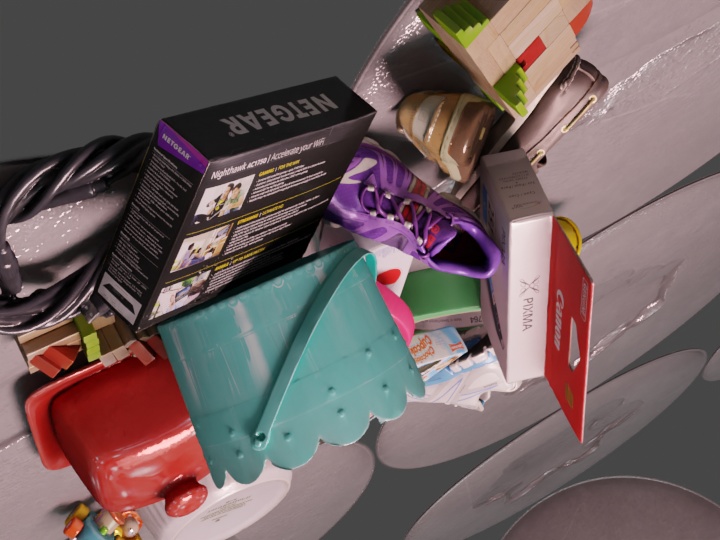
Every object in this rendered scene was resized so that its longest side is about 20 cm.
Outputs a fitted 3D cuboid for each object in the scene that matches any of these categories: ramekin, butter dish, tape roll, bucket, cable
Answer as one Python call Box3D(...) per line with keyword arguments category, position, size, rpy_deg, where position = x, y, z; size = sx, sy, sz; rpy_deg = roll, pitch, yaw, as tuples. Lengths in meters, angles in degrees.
Box3D(category="ramekin", position=(-0.170, 0.245, 1.382), size=(0.201, 0.095, 0.203), rpy_deg=(-27, 157, -12))
Box3D(category="butter dish", position=(-0.190, 0.160, 1.112), size=(0.198, 0.149, 0.200), rpy_deg=(-24, 157, -19))
Box3D(category="tape roll", position=(0.116, 0.029, 1.264), size=(0.198, 0.049, 0.200), rpy_deg=(-6, 171, -1))
Box3D(category="bucket", position=(-0.057, 0.070, 0.960), size=(0.205, 0.136, 0.207), rpy_deg=(-23, -176, 2))
Box3D(category="cable", position=(-0.201, -0.033, 0.847), size=(0.162, 0.051, 0.200), rpy_deg=(8, 132, -47))

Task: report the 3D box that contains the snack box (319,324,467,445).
Box3D(category="snack box", position=(0.010, 0.129, 1.281), size=(0.200, 0.037, 0.116), rpy_deg=(-40, 162, 35))

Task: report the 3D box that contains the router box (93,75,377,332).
Box3D(category="router box", position=(-0.086, -0.052, 0.855), size=(0.199, 0.051, 0.150), rpy_deg=(-26, 151, -53))

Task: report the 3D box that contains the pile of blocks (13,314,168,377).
Box3D(category="pile of blocks", position=(-0.192, 0.045, 0.987), size=(0.199, 0.062, 0.082), rpy_deg=(-13, 151, -41))

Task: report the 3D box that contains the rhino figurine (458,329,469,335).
Box3D(category="rhino figurine", position=(0.166, 0.030, 1.428), size=(0.199, 0.060, 0.088), rpy_deg=(-25, 152, -23))

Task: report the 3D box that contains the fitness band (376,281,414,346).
Box3D(category="fitness band", position=(-0.033, 0.059, 1.128), size=(0.143, 0.038, 0.200), rpy_deg=(32, 144, -17))

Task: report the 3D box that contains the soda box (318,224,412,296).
Box3D(category="soda box", position=(0.000, 0.000, 1.137), size=(0.063, 0.068, 0.201), rpy_deg=(-22, 155, -22))

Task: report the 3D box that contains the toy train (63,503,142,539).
Box3D(category="toy train", position=(-0.256, 0.322, 1.373), size=(0.056, 0.150, 0.200), rpy_deg=(-47, 153, -3))

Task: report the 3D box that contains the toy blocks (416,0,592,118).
Box3D(category="toy blocks", position=(0.127, -0.202, 0.883), size=(0.137, 0.100, 0.200), rpy_deg=(-47, 157, 6))

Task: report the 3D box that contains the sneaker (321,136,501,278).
Box3D(category="sneaker", position=(0.039, -0.050, 0.990), size=(0.198, 0.083, 0.081), rpy_deg=(21, 99, -27))

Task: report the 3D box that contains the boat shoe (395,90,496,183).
Box3D(category="boat shoe", position=(0.067, -0.122, 0.986), size=(0.200, 0.075, 0.072), rpy_deg=(22, 89, -83))

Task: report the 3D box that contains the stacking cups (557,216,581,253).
Box3D(category="stacking cups", position=(0.158, -0.033, 1.292), size=(0.199, 0.061, 0.061), rpy_deg=(2, 141, -45))

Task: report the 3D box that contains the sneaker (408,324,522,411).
Box3D(category="sneaker", position=(0.098, 0.130, 1.348), size=(0.199, 0.087, 0.075), rpy_deg=(-20, -154, 45))

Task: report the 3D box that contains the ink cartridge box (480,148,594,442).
Box3D(category="ink cartridge box", position=(0.148, 0.026, 1.039), size=(0.044, 0.177, 0.201), rpy_deg=(-11, 133, -6))

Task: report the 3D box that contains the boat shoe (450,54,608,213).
Box3D(category="boat shoe", position=(0.146, -0.114, 1.077), size=(0.201, 0.059, 0.072), rpy_deg=(-54, -170, 38))
